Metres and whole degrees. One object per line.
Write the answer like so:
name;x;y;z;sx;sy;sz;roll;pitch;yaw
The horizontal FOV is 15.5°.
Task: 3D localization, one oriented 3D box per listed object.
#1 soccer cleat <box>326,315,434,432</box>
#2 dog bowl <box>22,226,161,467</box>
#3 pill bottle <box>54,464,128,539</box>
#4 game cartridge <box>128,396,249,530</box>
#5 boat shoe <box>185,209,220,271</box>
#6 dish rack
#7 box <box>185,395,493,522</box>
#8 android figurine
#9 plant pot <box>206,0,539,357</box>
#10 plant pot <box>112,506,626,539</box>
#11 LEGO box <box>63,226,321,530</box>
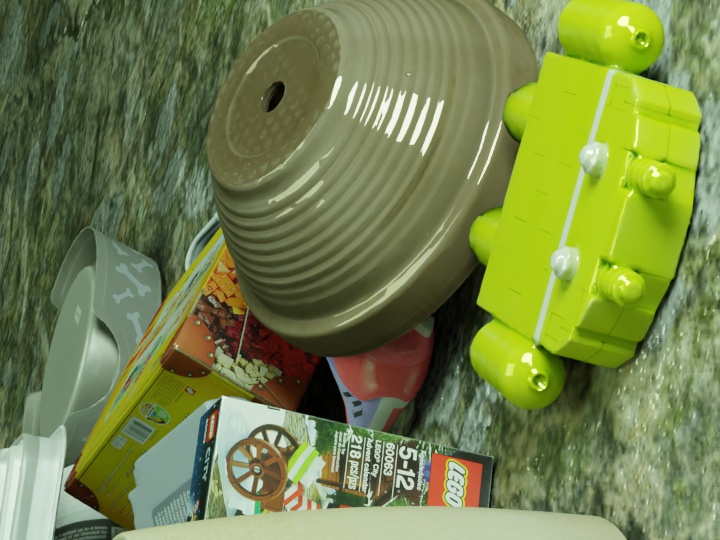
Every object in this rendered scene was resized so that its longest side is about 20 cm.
soccer cleat;0.000;0.000;1.413;0.201;0.066;0.077;-101;25;-50
dog bowl;-0.205;0.071;2.030;0.200;0.058;0.202;-166;90;-73
pill bottle;-0.160;0.223;1.663;0.201;0.116;0.117;-94;24;-46
game cartridge;-0.064;0.176;1.403;0.133;0.040;0.201;-42;59;55
boat shoe;-0.054;-0.030;1.595;0.200;0.068;0.073;148;134;-66
dish rack;-0.221;0.199;1.599;0.172;0.043;0.201;136;143;-68
box;-0.017;0.169;1.201;0.038;0.136;0.201;135;144;-63
android figurine;0.095;-0.029;1.162;0.200;0.041;0.183;-139;64;-73
plant pot;-0.012;-0.066;1.328;0.200;0.092;0.202;-32;42;35
plant pot;-0.012;0.173;1.073;0.187;0.199;0.189;-167;90;-74
LEGO box;-0.080;0.050;1.520;0.200;0.077;0.149;-49;12;54
